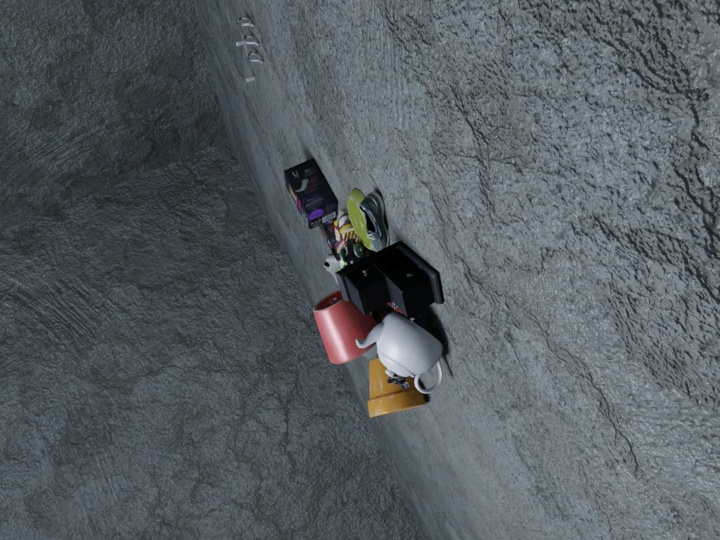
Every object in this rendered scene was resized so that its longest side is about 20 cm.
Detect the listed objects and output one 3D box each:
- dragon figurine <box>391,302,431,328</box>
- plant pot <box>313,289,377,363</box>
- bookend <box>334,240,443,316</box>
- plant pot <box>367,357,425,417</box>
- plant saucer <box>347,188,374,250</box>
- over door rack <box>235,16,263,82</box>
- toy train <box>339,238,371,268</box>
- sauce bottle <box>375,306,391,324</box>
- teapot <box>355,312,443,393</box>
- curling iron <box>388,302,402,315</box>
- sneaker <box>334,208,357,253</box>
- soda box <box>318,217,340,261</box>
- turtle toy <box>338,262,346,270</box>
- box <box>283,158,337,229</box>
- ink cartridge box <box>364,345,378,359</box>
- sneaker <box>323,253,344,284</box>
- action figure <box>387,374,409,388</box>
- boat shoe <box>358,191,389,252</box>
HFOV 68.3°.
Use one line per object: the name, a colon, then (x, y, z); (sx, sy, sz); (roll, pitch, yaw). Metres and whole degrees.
dragon figurine: (0.124, 0.080, 1.467); (0.201, 0.058, 0.100); (56, 162, 21)
plant pot: (-0.053, 0.167, 1.704); (0.180, 0.198, 0.200); (63, 167, -15)
bookend: (0.068, 0.041, 1.321); (0.199, 0.197, 0.093); (47, 159, 54)
plant pot: (0.108, 0.393, 1.836); (0.201, 0.196, 0.187); (109, 149, -71)
plant saucer: (0.006, -0.145, 1.596); (0.202, 0.031, 0.201); (58, 165, 26)
over door rack: (-0.395, -0.795, 1.903); (0.149, 0.065, 0.202); (81, 180, -49)
toy train: (0.000, 0.000, 1.669); (0.113, 0.084, 0.204); (9, -114, -56)
sauce bottle: (0.091, 0.182, 1.768); (0.066, 0.065, 0.203); (175, 74, -76)
teapot: (0.119, 0.221, 1.431); (0.198, 0.147, 0.197); (26, 169, 34)
curling iron: (0.067, 0.094, 1.591); (0.200, 0.050, 0.026); (43, -172, -20)
sneaker: (-0.052, -0.130, 1.782); (0.201, 0.074, 0.092); (116, 136, -65)
soda box: (-0.102, -0.140, 1.947); (0.202, 0.062, 0.071); (62, 167, 17)
turtle toy: (-0.014, 0.030, 1.823); (0.203, 0.100, 0.146); (66, 165, -2)
box: (-0.176, -0.271, 1.880); (0.202, 0.121, 0.106); (61, 167, 18)
ink cartridge box: (0.019, 0.236, 1.960); (0.146, 0.084, 0.200); (31, -168, -38)
sneaker: (-0.098, -0.012, 2.056); (0.201, 0.090, 0.077); (95, 178, -57)
action figure: (0.138, 0.255, 1.633); (0.119, 0.101, 0.203); (42, -134, -39)
boat shoe: (0.031, -0.120, 1.449); (0.072, 0.062, 0.202); (34, 149, 34)
